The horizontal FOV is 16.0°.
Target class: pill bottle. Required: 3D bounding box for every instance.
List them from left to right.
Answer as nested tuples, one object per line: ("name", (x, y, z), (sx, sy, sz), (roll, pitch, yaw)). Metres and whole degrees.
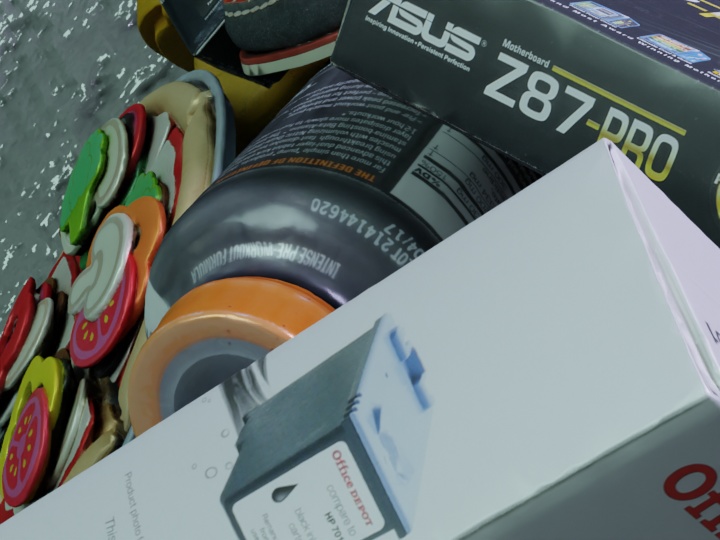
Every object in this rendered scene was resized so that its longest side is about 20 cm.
("pill bottle", (0.000, 0.000, 0.789), (0.106, 0.107, 0.200), (-26, 14, 31))

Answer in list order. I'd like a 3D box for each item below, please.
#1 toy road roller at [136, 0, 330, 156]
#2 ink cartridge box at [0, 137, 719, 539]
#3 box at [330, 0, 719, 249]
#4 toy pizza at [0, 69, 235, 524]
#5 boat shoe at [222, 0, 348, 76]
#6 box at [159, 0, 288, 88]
("toy road roller", (0.001, -0.118, 0.990), (0.199, 0.123, 0.147), (-18, 67, 38))
("ink cartridge box", (0.026, 0.079, 0.643), (0.199, 0.146, 0.086), (-34, 49, 16))
("box", (0.113, -0.040, 0.730), (0.199, 0.161, 0.049), (29, 108, 24))
("toy pizza", (-0.101, 0.017, 0.931), (0.201, 0.032, 0.201), (-55, 23, 36))
("boat shoe", (0.029, -0.132, 0.822), (0.199, 0.063, 0.071), (-31, 20, 24))
("box", (-0.018, -0.191, 0.910), (0.200, 0.046, 0.159), (-49, 51, 21))
